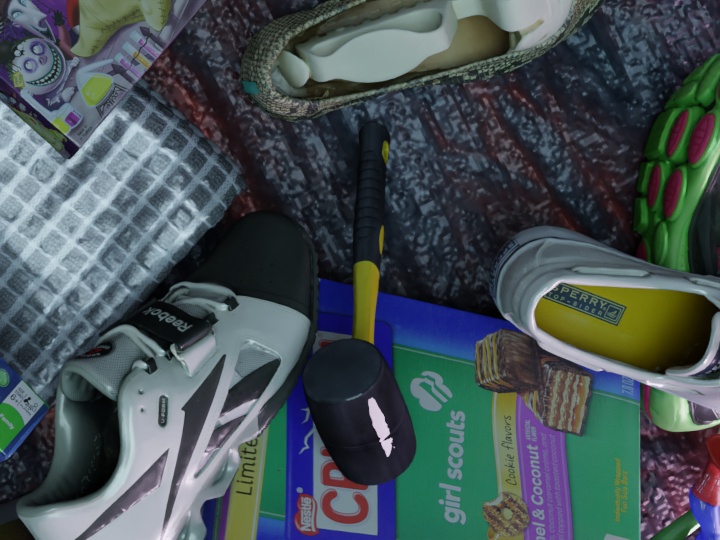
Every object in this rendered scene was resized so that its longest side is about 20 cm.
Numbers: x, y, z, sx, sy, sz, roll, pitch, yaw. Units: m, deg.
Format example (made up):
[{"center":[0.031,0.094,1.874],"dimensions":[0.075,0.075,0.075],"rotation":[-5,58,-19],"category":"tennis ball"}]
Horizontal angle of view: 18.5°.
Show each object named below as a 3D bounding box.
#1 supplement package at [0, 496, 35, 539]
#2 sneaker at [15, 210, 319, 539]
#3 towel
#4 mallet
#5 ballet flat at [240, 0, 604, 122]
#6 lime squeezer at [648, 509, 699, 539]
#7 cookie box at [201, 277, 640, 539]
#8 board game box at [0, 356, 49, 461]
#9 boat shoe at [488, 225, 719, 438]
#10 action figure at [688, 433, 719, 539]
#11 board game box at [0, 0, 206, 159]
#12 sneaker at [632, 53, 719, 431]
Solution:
[{"center":[-0.172,0.192,1.026],"dimensions":[0.114,0.200,0.110],"rotation":[-19,103,-6],"category":"supplement package"},{"center":[-0.085,0.046,0.985],"dimensions":[0.089,0.074,0.200],"rotation":[45,59,-39],"category":"sneaker"},{"center":[-0.175,-0.021,1.045],"dimensions":[0.166,0.086,0.200],"rotation":[40,93,-13],"category":"towel"},{"center":[0.000,0.000,1.027],"dimensions":[0.041,0.200,0.066],"rotation":[-9,143,13],"category":"mallet"},{"center":[0.040,-0.117,1.065],"dimensions":[0.200,0.075,0.068],"rotation":[-20,102,-5],"category":"ballet flat"},{"center":[0.143,0.179,1.156],"dimensions":[0.071,0.038,0.200],"rotation":[27,95,-13],"category":"lime squeezer"},{"center":[0.029,0.103,1.058],"dimensions":[0.200,0.075,0.171],"rotation":[13,54,-11],"category":"cookie box"},{"center":[-0.242,0.050,1.002],"dimensions":[0.135,0.200,0.034],"rotation":[48,52,-14],"category":"board game box"},{"center":[0.163,0.034,1.040],"dimensions":[0.202,0.086,0.075],"rotation":[19,106,-16],"category":"boat shoe"},{"center":[0.181,0.143,1.090],"dimensions":[0.065,0.200,0.052],"rotation":[-28,62,-22],"category":"action figure"},{"center":[-0.115,-0.163,1.013],"dimensions":[0.120,0.032,0.200],"rotation":[40,67,-7],"category":"board game box"},{"center":[0.184,-0.017,1.113],"dimensions":[0.084,0.077,0.200],"rotation":[1,111,-15],"category":"sneaker"}]
